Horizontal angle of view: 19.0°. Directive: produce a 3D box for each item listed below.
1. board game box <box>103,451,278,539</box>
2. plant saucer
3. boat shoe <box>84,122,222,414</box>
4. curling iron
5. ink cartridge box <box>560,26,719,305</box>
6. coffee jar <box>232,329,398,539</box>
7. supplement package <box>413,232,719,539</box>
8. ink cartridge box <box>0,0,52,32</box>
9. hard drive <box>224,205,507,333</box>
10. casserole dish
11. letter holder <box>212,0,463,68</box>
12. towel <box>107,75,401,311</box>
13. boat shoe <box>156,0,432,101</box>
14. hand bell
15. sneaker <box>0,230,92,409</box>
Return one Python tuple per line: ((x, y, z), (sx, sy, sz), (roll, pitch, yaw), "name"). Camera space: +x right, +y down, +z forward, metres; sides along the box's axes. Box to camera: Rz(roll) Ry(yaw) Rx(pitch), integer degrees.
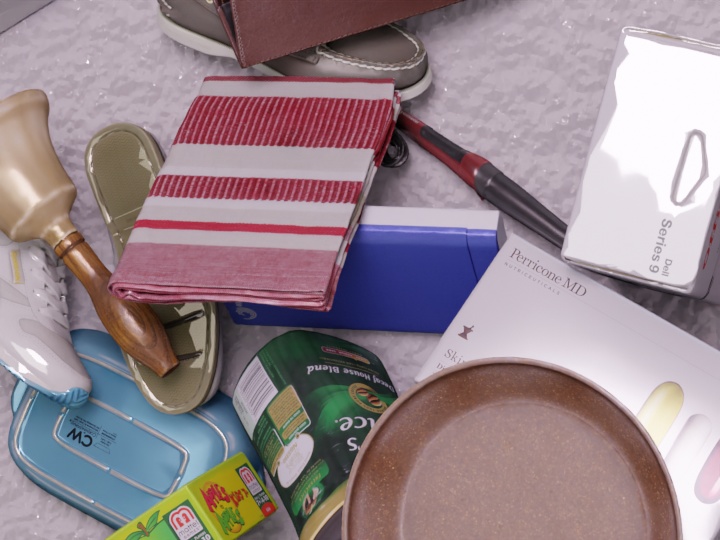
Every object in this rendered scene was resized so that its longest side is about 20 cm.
((-0.158, 0.199, 1.411), (0.200, 0.102, 0.048), (-35, 86, 19), "board game box")
((0.088, 0.148, 1.218), (0.200, 0.037, 0.201), (0, 90, 21), "plant saucer")
((-0.131, -0.001, 1.466), (0.075, 0.068, 0.201), (-14, 82, 12), "boat shoe")
((0.074, -0.054, 1.431), (0.200, 0.026, 0.050), (30, 85, 20), "curling iron")
((0.193, -0.060, 1.323), (0.084, 0.200, 0.146), (15, 90, 15), "ink cartridge box")
((-0.004, 0.131, 1.364), (0.085, 0.104, 0.200), (-54, 39, 22), "coffee jar")
((0.153, 0.092, 1.309), (0.200, 0.156, 0.111), (30, 78, 19), "supplement package")
((-0.290, -0.270, 1.520), (0.116, 0.067, 0.200), (-29, 81, 10), "ink cartridge box")
((0.000, 0.000, 1.406), (0.199, 0.132, 0.025), (2, 60, 14), "hard drive")
((-0.160, 0.120, 1.484), (0.200, 0.039, 0.121), (27, 93, 14), "casserole dish")
((-0.003, -0.235, 1.368), (0.199, 0.142, 0.101), (-18, 58, -9), "letter holder")
((-0.063, -0.052, 1.362), (0.144, 0.023, 0.200), (3, 46, 17), "towel")
((-0.046, -0.168, 1.447), (0.201, 0.072, 0.060), (19, 135, 15), "boat shoe")
((-0.187, -0.011, 1.414), (0.104, 0.104, 0.200), (-42, 80, 8), "hand bell")
((-0.235, 0.010, 1.469), (0.081, 0.077, 0.200), (-39, 62, 1), "sneaker")
